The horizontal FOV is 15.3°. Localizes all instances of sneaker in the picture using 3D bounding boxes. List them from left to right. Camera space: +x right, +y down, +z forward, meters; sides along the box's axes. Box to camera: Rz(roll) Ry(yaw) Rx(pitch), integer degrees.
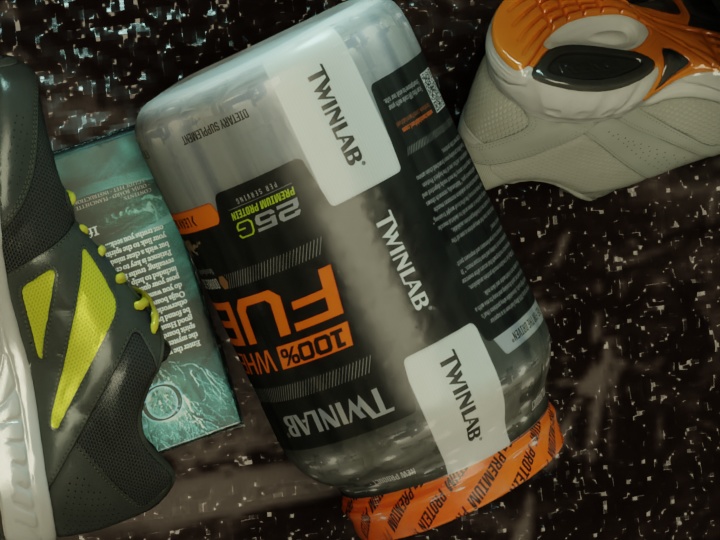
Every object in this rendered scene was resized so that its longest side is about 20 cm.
[{"bbox_3d":[-0.121,0.011,1.073,0.084,0.074,0.202,-9,104,-17],"label":"sneaker"},{"bbox_3d":[0.126,-0.072,1.144,0.199,0.092,0.076,1,51,-28],"label":"sneaker"}]

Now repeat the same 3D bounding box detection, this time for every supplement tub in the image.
[{"bbox_3d":[0.000,0.000,1.091,0.122,0.122,0.201,-27,98,-8],"label":"supplement tub"}]

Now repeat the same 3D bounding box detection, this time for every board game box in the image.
[{"bbox_3d":[-0.161,0.033,1.110,0.199,0.028,0.136,-18,97,-10],"label":"board game box"}]

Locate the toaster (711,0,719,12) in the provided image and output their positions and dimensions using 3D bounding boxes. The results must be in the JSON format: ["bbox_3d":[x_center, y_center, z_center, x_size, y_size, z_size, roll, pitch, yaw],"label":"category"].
[{"bbox_3d":[0.222,-0.131,1.086,0.118,0.181,0.200,-31,101,33],"label":"toaster"}]
